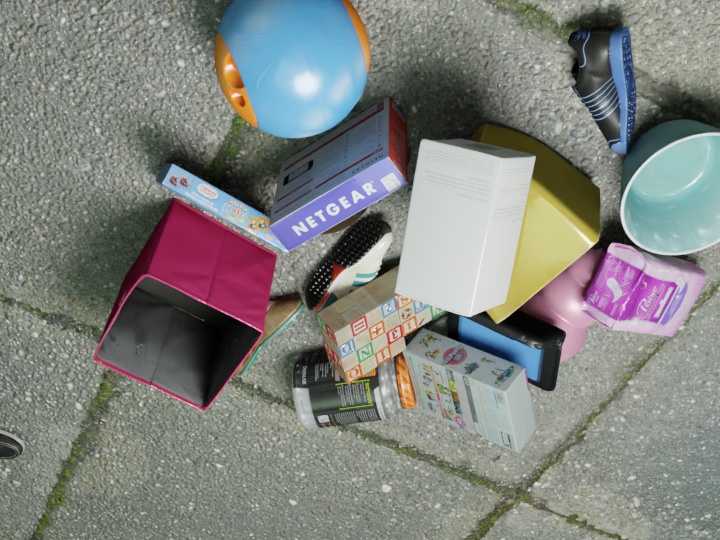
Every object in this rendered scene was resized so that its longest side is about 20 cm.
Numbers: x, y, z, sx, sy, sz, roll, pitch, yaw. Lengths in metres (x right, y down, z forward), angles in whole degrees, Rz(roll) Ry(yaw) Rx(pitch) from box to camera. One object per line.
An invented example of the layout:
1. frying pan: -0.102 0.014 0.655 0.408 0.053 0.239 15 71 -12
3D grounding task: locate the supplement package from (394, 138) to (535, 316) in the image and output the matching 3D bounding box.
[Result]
1. supplement package: 0.133 -0.059 1.154 0.116 0.117 0.202 17 106 29

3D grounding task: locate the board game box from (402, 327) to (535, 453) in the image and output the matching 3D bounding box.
1. board game box: 0.174 0.191 1.444 0.199 0.064 0.149 19 140 36

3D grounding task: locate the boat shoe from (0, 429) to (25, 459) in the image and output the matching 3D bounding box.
1. boat shoe: -0.738 0.333 1.699 0.198 0.061 0.074 13 126 -7

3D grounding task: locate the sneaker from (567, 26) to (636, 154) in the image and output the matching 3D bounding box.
1. sneaker: 0.333 -0.247 1.241 0.077 0.070 0.201 8 138 28

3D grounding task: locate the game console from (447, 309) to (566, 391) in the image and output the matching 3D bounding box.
1. game console: 0.198 0.108 1.373 0.199 0.175 0.118 25 105 27

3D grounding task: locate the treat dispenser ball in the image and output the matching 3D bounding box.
1. treat dispenser ball: -0.087 -0.271 1.148 0.198 0.202 0.203 1 126 1

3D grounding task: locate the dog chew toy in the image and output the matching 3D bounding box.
1. dog chew toy: 0.326 0.049 1.422 0.124 0.125 0.201 27 115 -17

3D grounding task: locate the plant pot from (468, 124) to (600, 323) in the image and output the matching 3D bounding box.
1. plant pot: 0.202 -0.090 1.286 0.200 0.196 0.194 43 118 -7

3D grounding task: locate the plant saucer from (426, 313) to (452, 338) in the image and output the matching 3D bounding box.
1. plant saucer: 0.192 0.159 1.544 0.197 0.050 0.202 1 125 2

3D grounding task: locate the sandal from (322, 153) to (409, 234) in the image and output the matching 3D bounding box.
1. sandal: -0.016 -0.127 1.344 0.200 0.055 0.082 -42 133 11

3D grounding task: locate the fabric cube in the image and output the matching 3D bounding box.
1. fabric cube: -0.265 0.051 1.392 0.199 0.200 0.197 28 123 -18

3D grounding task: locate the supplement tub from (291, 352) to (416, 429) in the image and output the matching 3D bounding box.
1. supplement tub: -0.009 0.198 1.535 0.197 0.123 0.124 -8 126 9

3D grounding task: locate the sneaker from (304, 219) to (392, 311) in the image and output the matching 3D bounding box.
1. sneaker: 0.000 0.001 1.437 0.093 0.071 0.200 22 124 -36

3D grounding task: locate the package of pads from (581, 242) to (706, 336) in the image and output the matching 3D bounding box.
1. package of pads: 0.432 0.031 1.366 0.199 0.076 0.122 9 109 -43

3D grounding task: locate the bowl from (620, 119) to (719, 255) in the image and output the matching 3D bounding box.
1. bowl: 0.453 -0.133 1.281 0.198 0.106 0.203 -2 129 -3

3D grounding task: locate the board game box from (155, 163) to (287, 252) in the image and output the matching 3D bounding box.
1. board game box: -0.200 -0.094 1.319 0.199 0.151 0.037 28 88 -18

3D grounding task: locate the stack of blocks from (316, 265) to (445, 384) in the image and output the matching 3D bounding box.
1. stack of blocks: 0.037 0.075 1.421 0.199 0.059 0.116 -30 133 -18

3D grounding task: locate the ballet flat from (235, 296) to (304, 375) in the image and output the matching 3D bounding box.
1. ballet flat: -0.175 0.097 1.513 0.072 0.068 0.200 40 124 -5

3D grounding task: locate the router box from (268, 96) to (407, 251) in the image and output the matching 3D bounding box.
1. router box: -0.029 -0.137 1.258 0.199 0.180 0.049 -28 120 21
